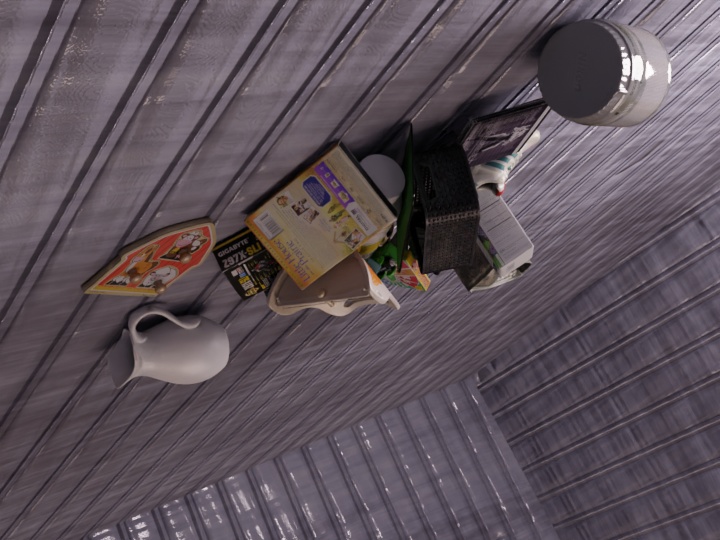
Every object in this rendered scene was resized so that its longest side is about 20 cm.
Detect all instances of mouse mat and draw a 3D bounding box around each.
[{"bbox_3d":[0.071,-0.114,1.549,0.007,0.163,0.201,4,146,-5],"label":"mouse mat"}]

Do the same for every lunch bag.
[{"bbox_3d":[0.268,-0.053,2.081,0.198,0.165,0.118,-7,148,-51],"label":"lunch bag"}]

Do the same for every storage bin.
[{"bbox_3d":[0.135,-0.098,1.616,0.092,0.137,0.201,-11,152,-4],"label":"storage bin"}]

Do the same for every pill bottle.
[{"bbox_3d":[0.004,-0.101,1.579,0.111,0.113,0.200,-20,161,-27],"label":"pill bottle"}]

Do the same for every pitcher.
[{"bbox_3d":[-0.329,0.125,1.708,0.197,0.122,0.173,-3,136,-35],"label":"pitcher"}]

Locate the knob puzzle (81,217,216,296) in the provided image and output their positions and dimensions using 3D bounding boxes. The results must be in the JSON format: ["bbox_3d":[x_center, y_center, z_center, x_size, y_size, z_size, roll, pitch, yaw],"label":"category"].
[{"bbox_3d":[-0.296,-0.012,1.476,0.217,0.031,0.220,-27,163,-9],"label":"knob puzzle"}]

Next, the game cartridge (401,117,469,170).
[{"bbox_3d":[0.131,-0.187,1.686,0.199,0.039,0.129,-37,166,21],"label":"game cartridge"}]

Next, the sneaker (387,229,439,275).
[{"bbox_3d":[0.132,-0.068,1.800,0.201,0.113,0.076,-58,169,-16],"label":"sneaker"}]

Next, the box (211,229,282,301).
[{"bbox_3d":[-0.156,-0.026,1.643,0.158,0.050,0.200,-27,165,-3],"label":"box"}]

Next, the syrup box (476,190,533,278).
[{"bbox_3d":[0.244,-0.097,1.844,0.081,0.202,0.079,-32,164,-1],"label":"syrup box"}]

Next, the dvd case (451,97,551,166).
[{"bbox_3d":[0.231,-0.229,1.651,0.198,0.016,0.149,-20,158,-31],"label":"dvd case"}]

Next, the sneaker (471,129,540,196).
[{"bbox_3d":[0.257,-0.188,1.788,0.197,0.094,0.070,-27,164,-9],"label":"sneaker"}]

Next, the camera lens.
[{"bbox_3d":[0.388,-0.310,1.530,0.198,0.162,0.160,-8,154,-51],"label":"camera lens"}]

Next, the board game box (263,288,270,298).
[{"bbox_3d":[-0.105,0.015,1.765,0.134,0.028,0.200,-29,-176,-11],"label":"board game box"}]

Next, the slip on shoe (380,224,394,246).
[{"bbox_3d":[0.036,-0.072,1.791,0.060,0.077,0.200,-17,159,12],"label":"slip on shoe"}]

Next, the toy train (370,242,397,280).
[{"bbox_3d":[0.000,0.000,1.701,0.199,0.042,0.057,-23,-142,50],"label":"toy train"}]

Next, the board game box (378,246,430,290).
[{"bbox_3d":[0.024,-0.012,1.758,0.030,0.198,0.096,-60,139,-22],"label":"board game box"}]

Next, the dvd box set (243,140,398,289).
[{"bbox_3d":[-0.061,-0.081,1.484,0.199,0.147,0.029,-36,-167,21],"label":"dvd box set"}]

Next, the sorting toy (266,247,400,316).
[{"bbox_3d":[-0.023,0.034,1.614,0.197,0.109,0.180,-8,152,29],"label":"sorting toy"}]
